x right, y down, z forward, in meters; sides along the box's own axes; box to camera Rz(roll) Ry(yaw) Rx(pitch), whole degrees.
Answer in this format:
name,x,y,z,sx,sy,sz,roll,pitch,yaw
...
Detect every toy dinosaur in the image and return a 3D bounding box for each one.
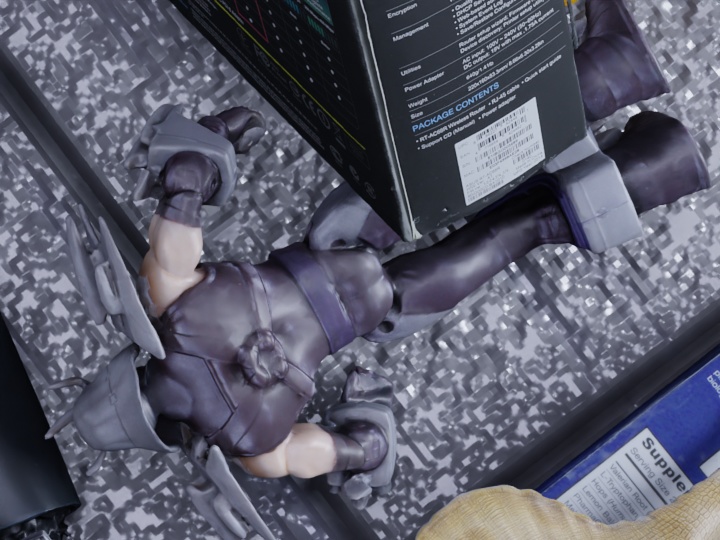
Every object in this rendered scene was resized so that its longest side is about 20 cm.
name,x,y,z,sx,sy,sz,roll,pitch,yaw
toy dinosaur,0.059,0.097,0.728,0.200,0.058,0.101,-24,79,-28

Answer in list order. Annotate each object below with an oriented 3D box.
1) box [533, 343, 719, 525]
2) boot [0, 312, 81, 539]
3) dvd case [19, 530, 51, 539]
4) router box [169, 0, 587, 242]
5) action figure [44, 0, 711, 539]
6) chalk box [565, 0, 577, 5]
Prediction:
name,x,y,z,sx,sy,sz,roll,pitch,yaw
box,0.114,0.087,0.804,0.200,0.032,0.121,-35,85,-28
boot,-0.192,0.028,0.803,0.200,0.076,0.168,-14,81,-9
dvd case,-0.080,0.178,0.761,0.149,0.016,0.200,-29,96,36
router box,-0.027,-0.124,0.744,0.062,0.150,0.200,-31,49,-14
action figure,0.000,0.000,0.803,0.200,0.069,0.130,-30,121,-6
chalk box,0.043,-0.192,0.810,0.125,0.124,0.200,-36,86,-5
